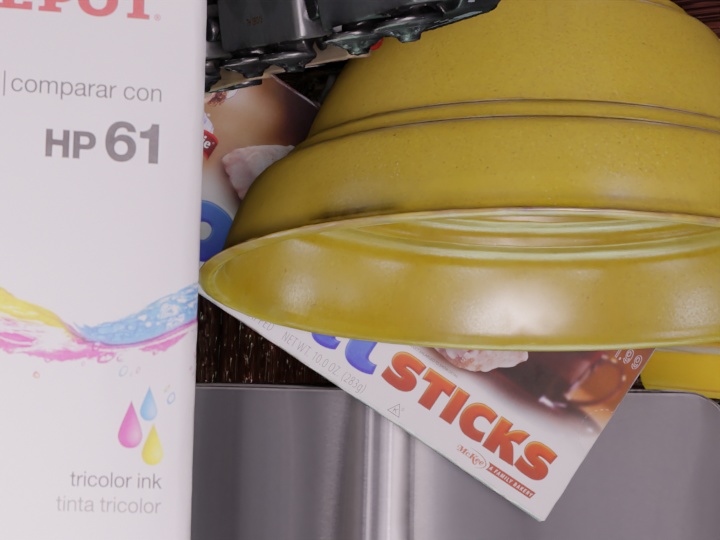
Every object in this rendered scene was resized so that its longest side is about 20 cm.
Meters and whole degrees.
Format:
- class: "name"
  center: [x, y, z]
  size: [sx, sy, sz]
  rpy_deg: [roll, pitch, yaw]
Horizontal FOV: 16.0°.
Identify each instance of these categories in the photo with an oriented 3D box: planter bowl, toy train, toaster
- class: "planter bowl"
  center: [0.053, -0.034, 0.750]
  size: [0.199, 0.084, 0.200]
  rpy_deg: [1, 168, 0]
- class: "toy train"
  center: [-0.016, -0.072, 0.706]
  size: [0.046, 0.034, 0.200]
  rpy_deg: [-10, -177, -26]
- class: "toaster"
  center: [0.021, 0.102, 0.967]
  size: [0.199, 0.120, 0.180]
  rpy_deg: [2, 177, -31]

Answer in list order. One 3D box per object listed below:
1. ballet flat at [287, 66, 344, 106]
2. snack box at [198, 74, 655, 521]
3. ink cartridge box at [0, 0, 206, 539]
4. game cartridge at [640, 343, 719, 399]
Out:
- class: "ballet flat"
  center: [0.010, -0.048, 0.913]
  size: [0.070, 0.071, 0.200]
  rpy_deg: [3, 178, -21]
- class: "snack box"
  center: [0.000, 0.000, 0.840]
  size: [0.199, 0.072, 0.024]
  rpy_deg: [34, 179, -16]
- class: "ink cartridge box"
  center: [-0.120, 0.007, 0.679]
  size: [0.144, 0.202, 0.085]
  rpy_deg: [2, 174, -16]
- class: "game cartridge"
  center: [0.241, 0.011, 1.057]
  size: [0.199, 0.033, 0.176]
  rpy_deg: [7, -151, 34]
